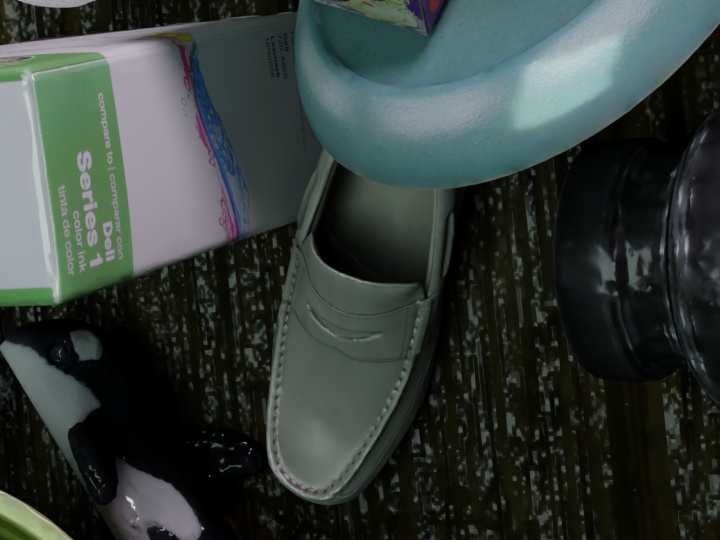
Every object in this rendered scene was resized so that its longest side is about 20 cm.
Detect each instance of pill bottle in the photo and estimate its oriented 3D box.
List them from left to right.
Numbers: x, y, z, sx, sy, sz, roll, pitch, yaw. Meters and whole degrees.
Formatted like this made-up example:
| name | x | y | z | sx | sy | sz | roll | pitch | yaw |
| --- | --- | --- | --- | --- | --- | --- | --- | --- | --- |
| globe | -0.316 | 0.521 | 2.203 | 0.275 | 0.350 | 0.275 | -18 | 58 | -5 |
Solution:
| name | x | y | z | sx | sy | sz | roll | pitch | yaw |
| --- | --- | --- | --- | --- | --- | --- | --- | --- | --- |
| pill bottle | 0.172 | -0.005 | 0.803 | 0.200 | 0.112 | 0.112 | -1 | 97 | 29 |

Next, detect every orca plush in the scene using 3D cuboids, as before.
| name | x | y | z | sx | sy | sz | roll | pitch | yaw |
| --- | --- | --- | --- | --- | --- | --- | --- | --- | --- |
| orca plush | -0.067 | 0.092 | 0.973 | 0.071 | 0.105 | 0.200 | -32 | 59 | -8 |

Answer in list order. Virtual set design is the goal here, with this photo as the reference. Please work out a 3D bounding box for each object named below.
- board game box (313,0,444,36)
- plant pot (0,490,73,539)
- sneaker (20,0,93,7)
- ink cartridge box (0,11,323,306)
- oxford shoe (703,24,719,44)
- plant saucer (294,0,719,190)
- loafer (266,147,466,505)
| name | x | y | z | sx | sy | sz | roll | pitch | yaw |
| --- | --- | --- | --- | --- | --- | --- | --- | --- | --- |
| board game box | 0.007 | -0.184 | 0.842 | 0.120 | 0.032 | 0.200 | 19 | 68 | 14 |
| plant pot | -0.167 | 0.176 | 0.955 | 0.200 | 0.190 | 0.200 | 0 | 86 | 3 |
| sneaker | -0.063 | -0.177 | 0.928 | 0.200 | 0.082 | 0.077 | -22 | 130 | 9 |
| ink cartridge box | -0.118 | -0.043 | 0.908 | 0.145 | 0.200 | 0.084 | -2 | 100 | 29 |
| oxford shoe | 0.127 | -0.121 | 0.848 | 0.200 | 0.071 | 0.071 | -24 | 112 | 30 |
| plant saucer | 0.053 | -0.118 | 0.826 | 0.200 | 0.027 | 0.200 | -25 | 44 | 26 |
| loafer | 0.000 | 0.000 | 0.920 | 0.070 | 0.070 | 0.200 | 18 | 107 | 16 |
